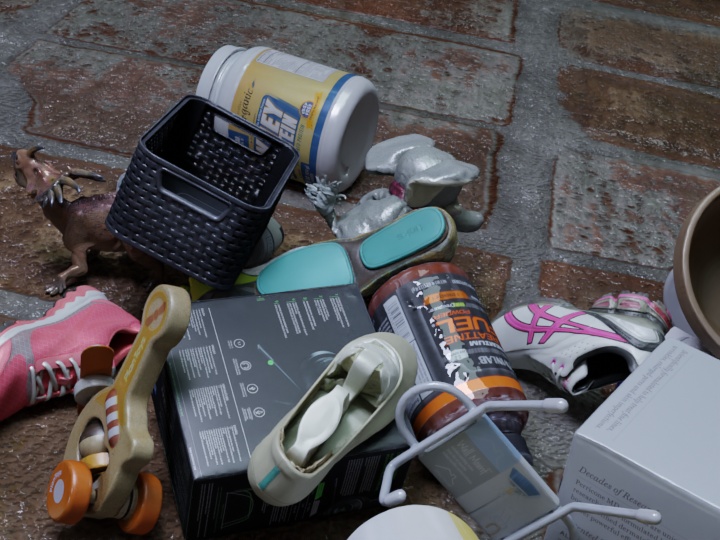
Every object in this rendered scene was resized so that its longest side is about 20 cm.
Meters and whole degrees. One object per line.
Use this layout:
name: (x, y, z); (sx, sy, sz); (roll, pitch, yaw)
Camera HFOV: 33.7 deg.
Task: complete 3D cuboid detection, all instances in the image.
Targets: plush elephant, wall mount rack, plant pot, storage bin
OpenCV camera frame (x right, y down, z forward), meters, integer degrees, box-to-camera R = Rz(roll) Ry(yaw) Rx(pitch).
plush elephant: (0.053, -0.057, 1.210); (0.154, 0.201, 0.165); (-34, 32, 3)
wall mount rack: (0.117, 0.162, 0.892); (0.200, 0.173, 0.075); (48, 25, -17)
plant pot: (0.391, 0.014, 1.173); (0.198, 0.093, 0.204); (3, 74, -10)
storage bin: (-0.150, -0.081, 1.163); (0.134, 0.094, 0.200); (27, 22, -4)

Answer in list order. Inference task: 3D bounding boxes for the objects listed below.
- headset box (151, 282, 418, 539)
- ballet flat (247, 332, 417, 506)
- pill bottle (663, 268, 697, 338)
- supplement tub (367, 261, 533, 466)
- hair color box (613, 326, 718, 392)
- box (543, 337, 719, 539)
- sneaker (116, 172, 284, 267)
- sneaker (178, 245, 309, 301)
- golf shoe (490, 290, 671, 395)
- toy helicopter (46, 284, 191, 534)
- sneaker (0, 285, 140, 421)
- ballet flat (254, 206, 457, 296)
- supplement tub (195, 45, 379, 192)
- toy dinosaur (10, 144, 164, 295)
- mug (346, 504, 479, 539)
headset box: (-0.064, 0.111, 0.989); (0.197, 0.093, 0.175); (-7, 50, -20)
ballet flat: (-0.010, 0.099, 0.904); (0.069, 0.070, 0.200); (23, 46, 22)
pill bottle: (0.423, 0.000, 1.333); (0.110, 0.112, 0.200); (25, 35, 24)
supplement tub: (0.084, 0.098, 1.060); (0.106, 0.108, 0.202); (-6, 53, -24)
hair color box: (0.350, 0.141, 1.131); (0.199, 0.066, 0.109); (32, 38, 30)
box: (0.287, 0.184, 0.977); (0.199, 0.132, 0.198); (27, 35, 27)
sneaker: (-0.176, -0.057, 1.314); (0.198, 0.074, 0.071); (26, 19, 15)
sneaker: (-0.084, 0.035, 1.189); (0.198, 0.075, 0.081); (-16, 48, -26)
golf shoe: (0.194, 0.075, 1.137); (0.198, 0.073, 0.093); (-10, 40, 39)
toy helicopter: (-0.185, 0.097, 0.931); (0.078, 0.202, 0.132); (17, 18, -35)
sneaker: (-0.264, 0.078, 1.052); (0.086, 0.075, 0.200); (22, 33, 17)
ballet flat: (0.000, 0.000, 1.119); (0.198, 0.071, 0.071); (-21, 31, 8)
supplement tub: (-0.091, -0.191, 1.469); (0.198, 0.146, 0.145); (19, 32, 17)
toy dinosaur: (-0.255, -0.054, 1.209); (0.197, 0.137, 0.086); (2, 32, -14)
mug: (0.057, 0.251, 0.823); (0.186, 0.150, 0.153); (34, 13, -22)
